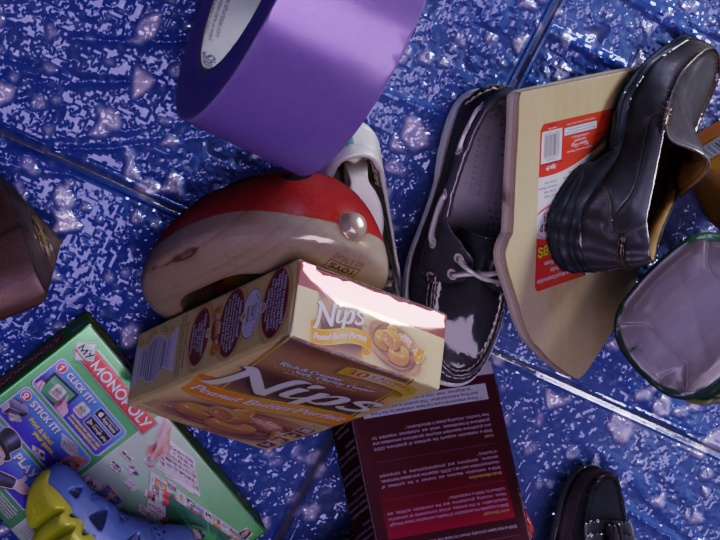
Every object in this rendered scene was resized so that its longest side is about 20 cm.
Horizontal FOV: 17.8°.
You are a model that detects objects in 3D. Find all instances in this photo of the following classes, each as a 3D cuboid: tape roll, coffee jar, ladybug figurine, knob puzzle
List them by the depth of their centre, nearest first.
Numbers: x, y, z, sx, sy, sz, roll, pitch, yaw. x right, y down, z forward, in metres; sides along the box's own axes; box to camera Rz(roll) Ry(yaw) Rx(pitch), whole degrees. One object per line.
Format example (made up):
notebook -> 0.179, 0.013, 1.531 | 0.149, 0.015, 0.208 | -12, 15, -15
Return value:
tape roll -> -0.032, -0.166, 1.402 | 0.084, 0.200, 0.201 | 23, 103, -17
ladybug figurine -> -0.059, -0.012, 1.474 | 0.135, 0.199, 0.073 | 22, 63, -36
knob puzzle -> 0.136, -0.029, 1.520 | 0.219, 0.030, 0.222 | -19, 114, -53
coffee jar -> 0.230, 0.035, 1.530 | 0.104, 0.200, 0.085 | -45, 77, 5

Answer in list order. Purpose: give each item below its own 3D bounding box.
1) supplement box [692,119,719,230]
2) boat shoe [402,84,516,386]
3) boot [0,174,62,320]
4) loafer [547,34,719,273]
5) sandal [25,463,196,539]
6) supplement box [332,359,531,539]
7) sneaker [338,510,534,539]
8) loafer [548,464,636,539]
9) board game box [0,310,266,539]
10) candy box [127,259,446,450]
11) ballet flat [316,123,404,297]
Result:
supplement box -> 0.275, -0.045, 1.505 | 0.068, 0.200, 0.067 | -30, 112, 0
boat shoe -> 0.078, -0.023, 1.517 | 0.073, 0.060, 0.202 | 14, 87, -15
boot -> -0.269, 0.051, 1.459 | 0.199, 0.064, 0.187 | -25, 70, -3
loafer -> 0.197, -0.073, 1.505 | 0.201, 0.072, 0.073 | -59, 141, -27
sandal -> -0.144, 0.201, 1.549 | 0.200, 0.079, 0.087 | 51, 62, -17
supplement box -> 0.052, 0.169, 1.536 | 0.108, 0.061, 0.202 | -7, 75, -16
sneaker -> 0.018, 0.184, 1.605 | 0.199, 0.078, 0.083 | -22, 104, -12
loafer -> 0.173, 0.240, 1.627 | 0.071, 0.063, 0.202 | 4, 90, -41
board game box -> -0.176, 0.144, 1.569 | 0.134, 0.029, 0.200 | -37, 111, 2
candy box -> -0.050, 0.058, 1.472 | 0.115, 0.199, 0.056 | 20, 65, -30
ballet flat -> 0.000, 0.000, 1.537 | 0.069, 0.069, 0.202 | -10, 110, -8
